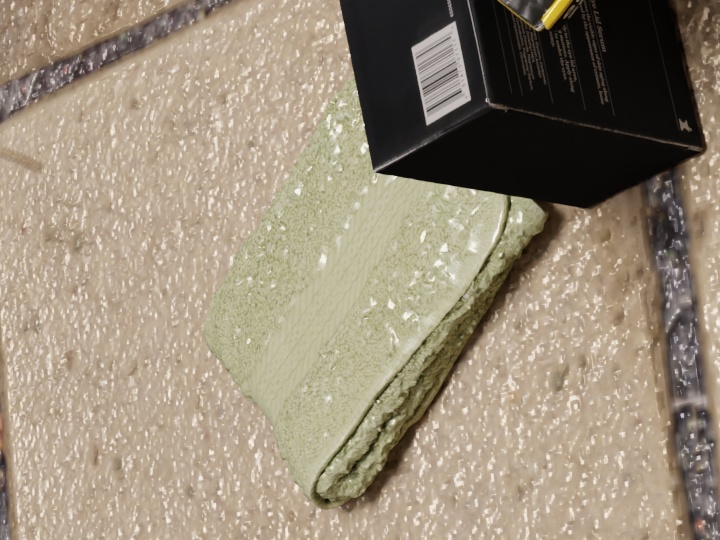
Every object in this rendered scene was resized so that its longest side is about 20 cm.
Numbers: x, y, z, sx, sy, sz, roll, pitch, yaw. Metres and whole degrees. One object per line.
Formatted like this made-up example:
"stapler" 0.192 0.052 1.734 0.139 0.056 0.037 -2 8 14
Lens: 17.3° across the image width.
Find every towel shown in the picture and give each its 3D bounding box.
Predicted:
"towel" 0.000 0.000 1.146 0.201 0.036 0.149 -57 49 24

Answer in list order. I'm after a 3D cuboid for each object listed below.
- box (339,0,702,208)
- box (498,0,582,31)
"box" 0.059 -0.139 1.030 0.079 0.141 0.201 -28 65 43
"box" 0.045 -0.214 0.916 0.200 0.049 0.160 40 103 7
